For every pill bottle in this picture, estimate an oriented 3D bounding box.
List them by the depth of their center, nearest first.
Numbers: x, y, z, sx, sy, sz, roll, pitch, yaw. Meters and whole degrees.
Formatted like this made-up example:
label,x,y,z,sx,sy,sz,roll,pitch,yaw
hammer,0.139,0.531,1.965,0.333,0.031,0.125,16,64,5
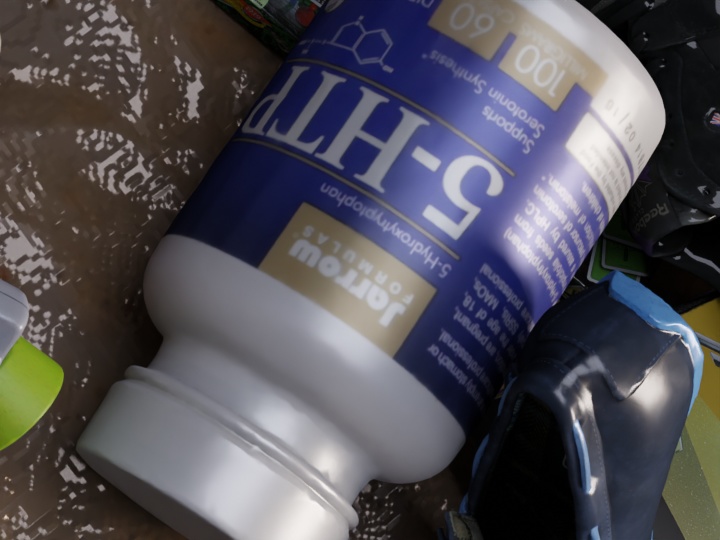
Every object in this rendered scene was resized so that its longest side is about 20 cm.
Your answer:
label,x,y,z,sx,sy,sz,roll,pitch,yaw
pill bottle,0.000,0.000,0.850,0.120,0.120,0.200,37,77,-15

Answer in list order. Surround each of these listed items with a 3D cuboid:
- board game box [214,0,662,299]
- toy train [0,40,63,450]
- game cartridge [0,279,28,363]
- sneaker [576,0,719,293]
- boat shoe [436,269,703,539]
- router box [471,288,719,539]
label,x,y,z,sx,sy,sz,roll,pitch,yaw
board game box,0.044,-0.080,0.952,0.200,0.023,0.105,39,62,-14
toy train,-0.129,0.006,0.761,0.116,0.200,0.085,47,23,-22
game cartridge,-0.197,0.048,0.719,0.133,0.200,0.041,28,30,-22
sneaker,0.117,-0.053,0.911,0.088,0.076,0.200,-37,82,-33
boat shoe,0.051,0.084,0.839,0.084,0.200,0.069,31,47,30
router box,0.144,0.109,0.934,0.157,0.052,0.200,-23,90,-36
